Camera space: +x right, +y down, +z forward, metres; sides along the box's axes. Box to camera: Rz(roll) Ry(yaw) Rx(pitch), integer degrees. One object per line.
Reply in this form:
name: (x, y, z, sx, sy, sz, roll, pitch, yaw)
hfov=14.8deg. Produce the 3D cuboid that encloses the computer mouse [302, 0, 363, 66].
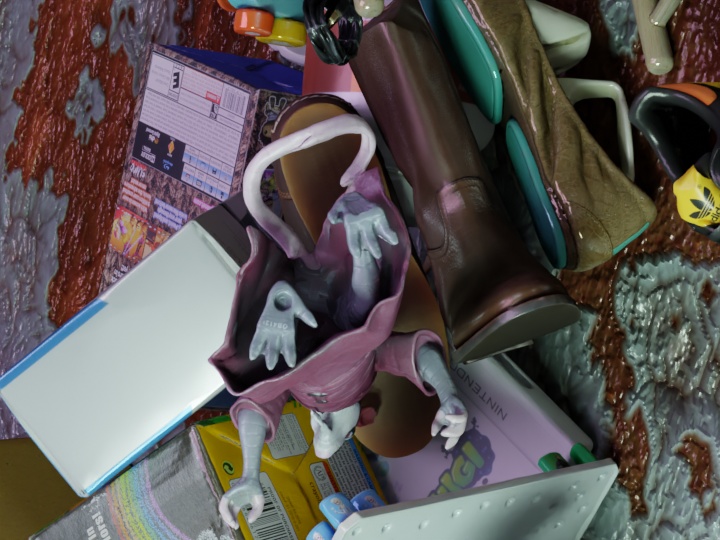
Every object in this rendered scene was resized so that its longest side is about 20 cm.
computer mouse: (0.003, -0.157, 1.423, 0.200, 0.034, 0.059, -75, -30, -59)

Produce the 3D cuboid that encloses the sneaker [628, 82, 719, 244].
sneaker: (0.190, -0.017, 1.297, 0.070, 0.090, 0.200, -62, 37, 32)

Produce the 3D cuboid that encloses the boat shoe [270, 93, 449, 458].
boat shoe: (0.000, 0.000, 1.503, 0.070, 0.070, 0.200, -137, 35, -79)

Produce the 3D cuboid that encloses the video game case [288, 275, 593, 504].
video game case: (0.018, 0.113, 1.549, 0.182, 0.024, 0.200, 45, 118, 28)

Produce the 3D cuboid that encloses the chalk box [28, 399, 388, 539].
chalk box: (-0.089, 0.171, 1.546, 0.200, 0.124, 0.124, -35, 73, 39)

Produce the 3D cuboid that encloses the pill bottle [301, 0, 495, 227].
pill bottle: (0.025, -0.127, 1.570, 0.112, 0.112, 0.200, -2, 83, 59)

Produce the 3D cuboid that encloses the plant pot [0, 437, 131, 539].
plant pot: (-0.255, 0.233, 1.881, 0.194, 0.200, 0.196, 47, 125, 51)

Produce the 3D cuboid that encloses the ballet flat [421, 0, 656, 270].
ballet flat: (0.099, -0.092, 1.463, 0.068, 0.072, 0.200, 91, 157, -60)

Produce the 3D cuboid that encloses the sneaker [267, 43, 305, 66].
sneaker: (-0.033, -0.217, 1.717, 0.082, 0.075, 0.200, -44, 48, 49)

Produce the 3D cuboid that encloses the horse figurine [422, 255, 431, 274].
horse figurine: (0.017, 0.071, 1.605, 0.133, 0.050, 0.200, -42, 56, 45)

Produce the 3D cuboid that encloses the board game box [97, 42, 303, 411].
board game box: (-0.078, -0.027, 1.734, 0.159, 0.097, 0.200, 28, 109, 57)

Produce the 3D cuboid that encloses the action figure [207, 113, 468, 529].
action figure: (-0.028, 0.036, 1.394, 0.200, 0.134, 0.149, 79, 174, -70)

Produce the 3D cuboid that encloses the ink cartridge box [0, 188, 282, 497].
ink cartridge box: (-0.106, 0.036, 1.552, 0.146, 0.086, 0.200, -39, 3, 9)

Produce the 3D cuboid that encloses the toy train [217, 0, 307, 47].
toy train: (-0.035, -0.218, 1.625, 0.056, 0.200, 0.150, 5, 125, 40)

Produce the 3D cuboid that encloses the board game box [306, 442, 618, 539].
board game box: (0.021, 0.179, 1.432, 0.026, 0.200, 0.200, 46, 125, 31)

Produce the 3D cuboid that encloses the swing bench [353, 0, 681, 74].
swing bench: (0.075, -0.224, 1.422, 0.130, 0.199, 0.200, -58, 40, 35)

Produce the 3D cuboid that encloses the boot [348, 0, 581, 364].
boot: (0.044, -0.055, 1.414, 0.186, 0.064, 0.200, 141, 112, -80)
